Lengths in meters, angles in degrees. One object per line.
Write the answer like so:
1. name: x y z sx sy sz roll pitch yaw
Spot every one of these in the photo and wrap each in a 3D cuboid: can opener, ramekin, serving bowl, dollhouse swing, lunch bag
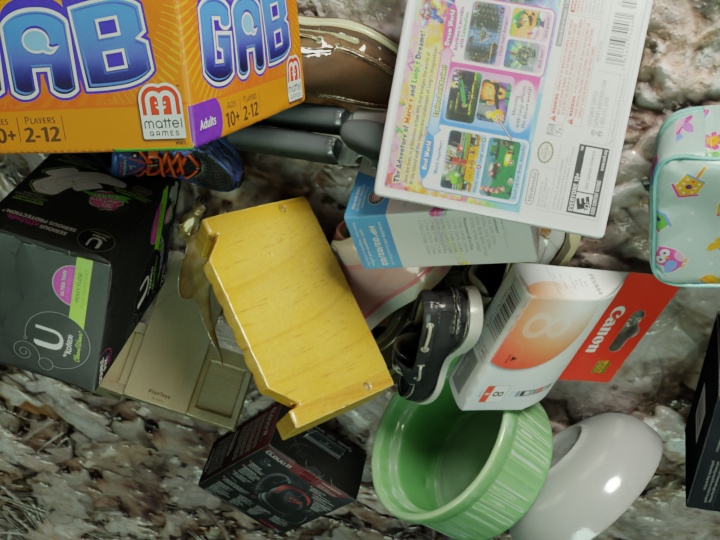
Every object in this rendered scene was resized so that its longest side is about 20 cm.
1. can opener: -0.031 -0.124 0.824 0.197 0.053 0.066 11 168 27
2. ramekin: 0.114 0.193 1.034 0.097 0.202 0.199 34 136 -30
3. serving bowl: 0.231 0.222 1.036 0.066 0.200 0.200 48 133 -2
4. dollhouse swing: -0.091 0.063 0.926 0.175 0.180 0.202 -35 77 44
5. lunch bag: 0.333 -0.056 0.785 0.197 0.078 0.162 1 137 17

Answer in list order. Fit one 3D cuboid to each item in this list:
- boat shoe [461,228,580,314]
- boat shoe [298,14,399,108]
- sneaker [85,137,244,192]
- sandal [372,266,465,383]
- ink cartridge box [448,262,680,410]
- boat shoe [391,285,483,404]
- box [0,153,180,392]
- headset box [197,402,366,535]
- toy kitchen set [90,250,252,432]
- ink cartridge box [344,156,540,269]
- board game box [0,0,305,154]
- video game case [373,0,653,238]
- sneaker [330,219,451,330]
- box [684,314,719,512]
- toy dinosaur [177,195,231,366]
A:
1. boat shoe: 0.132 0.011 0.914 0.067 0.075 0.201 9 131 -23
2. boat shoe: -0.050 -0.171 0.791 0.199 0.075 0.075 18 138 -1
3. sneaker: -0.205 -0.114 0.900 0.197 0.079 0.076 19 139 -1
4. sandal: 0.048 0.059 1.017 0.079 0.054 0.201 15 127 -33
5. ink cartridge box: 0.203 0.072 0.912 0.197 0.051 0.163 6 132 -21
6. boat shoe: 0.061 0.076 0.929 0.059 0.075 0.200 3 154 -14
7. box: -0.266 -0.013 0.912 0.122 0.201 0.150 17 121 1
8. headset box: -0.098 0.262 1.260 0.148 0.076 0.199 36 135 -20
9. toy kitchen set: -0.212 0.083 1.107 0.197 0.165 0.181 18 166 0
10. ink cartridge box: 0.097 -0.067 0.821 0.197 0.116 0.068 -2 136 21
11. board game box: -0.170 -0.200 0.659 0.197 0.200 0.203 1 107 17
12. video game case: 0.115 -0.141 0.719 0.179 0.024 0.203 11 98 7
13. sneaker: 0.000 0.000 0.961 0.105 0.076 0.200 42 138 -10
14. box: 0.433 0.156 0.953 0.179 0.105 0.202 7 137 13
15. toy dinosaur: -0.164 -0.004 0.982 0.057 0.102 0.202 10 134 13
